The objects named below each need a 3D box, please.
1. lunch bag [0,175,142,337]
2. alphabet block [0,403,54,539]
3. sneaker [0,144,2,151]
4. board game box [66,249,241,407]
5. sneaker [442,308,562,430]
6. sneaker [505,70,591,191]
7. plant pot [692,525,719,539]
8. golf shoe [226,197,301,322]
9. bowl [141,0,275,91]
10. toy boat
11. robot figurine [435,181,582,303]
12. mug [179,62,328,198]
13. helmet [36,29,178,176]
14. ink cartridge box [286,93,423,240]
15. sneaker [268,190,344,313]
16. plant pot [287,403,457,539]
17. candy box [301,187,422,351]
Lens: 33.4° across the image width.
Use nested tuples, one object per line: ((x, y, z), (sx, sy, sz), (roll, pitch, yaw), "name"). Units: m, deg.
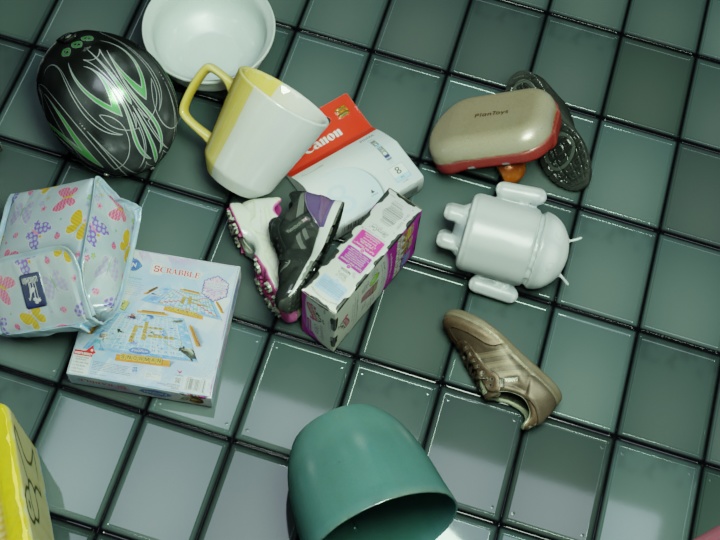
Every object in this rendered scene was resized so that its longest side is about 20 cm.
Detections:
((-0.403, -0.011, 1.613), (0.169, 0.127, 0.200), (-7, 64, 29), "lunch bag")
((-0.488, 0.296, 1.452), (0.196, 0.200, 0.196), (-15, 67, -10), "alphabet block")
((-0.566, -0.145, 1.719), (0.115, 0.076, 0.201), (-19, 65, -10), "sneaker")
((-0.281, 0.074, 1.657), (0.199, 0.041, 0.200), (10, 65, 1), "board game box")
((0.181, 0.135, 1.648), (0.200, 0.070, 0.076), (38, 69, 14), "sneaker")
((0.298, -0.215, 1.815), (0.091, 0.076, 0.200), (-22, 86, -59), "sneaker")
((0.435, 0.415, 1.481), (0.179, 0.200, 0.200), (-33, 71, -33), "plant pot")
((-0.117, -0.023, 1.699), (0.091, 0.075, 0.200), (-21, 69, -17), "golf shoe")
((-0.229, -0.347, 1.829), (0.201, 0.090, 0.202), (2, 66, -4), "bowl")
((0.204, -0.181, 1.770), (0.200, 0.131, 0.131), (-5, 44, 27), "toy boat")
((0.209, -0.041, 1.707), (0.200, 0.113, 0.170), (17, 102, 3), "robot figurine")
((-0.157, -0.199, 1.734), (0.187, 0.149, 0.153), (46, 111, 36), "mug")
((-0.356, -0.237, 1.725), (0.200, 0.200, 0.191), (-37, 56, -19), "helmet")
((-0.027, -0.165, 1.783), (0.160, 0.047, 0.200), (-31, 73, -16), "ink cartridge box")
((-0.095, -0.028, 1.649), (0.087, 0.076, 0.200), (20, 50, 4), "sneaker")
((-0.001, 0.267, 1.512), (0.200, 0.201, 0.161), (-18, 55, -12), "plant pot")
((0.000, 0.000, 1.661), (0.061, 0.136, 0.200), (34, 67, 13), "candy box")
